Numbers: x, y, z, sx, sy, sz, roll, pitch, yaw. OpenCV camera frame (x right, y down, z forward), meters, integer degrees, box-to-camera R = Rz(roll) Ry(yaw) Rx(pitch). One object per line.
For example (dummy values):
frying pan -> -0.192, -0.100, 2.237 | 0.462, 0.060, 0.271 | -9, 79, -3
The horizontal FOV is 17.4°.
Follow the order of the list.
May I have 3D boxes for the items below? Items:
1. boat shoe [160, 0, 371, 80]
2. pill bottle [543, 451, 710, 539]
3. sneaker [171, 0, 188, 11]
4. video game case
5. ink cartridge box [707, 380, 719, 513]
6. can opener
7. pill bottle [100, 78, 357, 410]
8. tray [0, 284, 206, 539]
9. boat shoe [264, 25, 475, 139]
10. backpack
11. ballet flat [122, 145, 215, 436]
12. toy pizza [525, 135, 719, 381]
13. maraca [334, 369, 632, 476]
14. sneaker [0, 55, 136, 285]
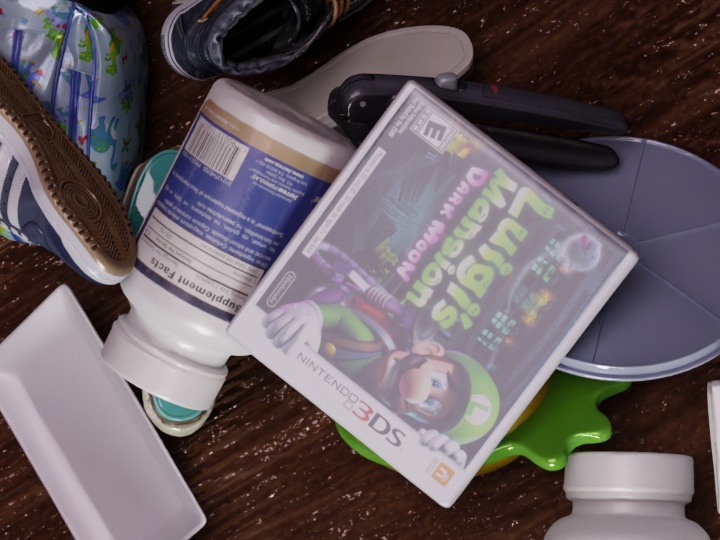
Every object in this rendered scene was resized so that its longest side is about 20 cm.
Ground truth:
boat shoe -> -0.034, -0.184, 1.582 | 0.200, 0.091, 0.071 | -34, 112, -21
pill bottle -> 0.169, 0.217, 1.492 | 0.112, 0.112, 0.201 | 0, 83, 16
sneaker -> -0.088, -0.249, 1.654 | 0.080, 0.083, 0.201 | 4, 99, 45
video game case -> 0.043, 0.014, 1.468 | 0.182, 0.023, 0.200 | 38, 96, 7
ink cartridge box -> 0.320, 0.105, 1.446 | 0.199, 0.144, 0.085 | -4, 83, 16
can opener -> 0.078, -0.100, 1.528 | 0.199, 0.064, 0.079 | 5, 40, -5
pill bottle -> -0.090, -0.015, 1.540 | 0.111, 0.111, 0.201 | 30, 99, 18
tray -> -0.185, 0.119, 1.645 | 0.107, 0.022, 0.201 | -41, 73, 26
boat shoe -> -0.008, -0.103, 1.617 | 0.199, 0.060, 0.074 | -26, 45, 8
backpack -> -0.212, -0.115, 1.632 | 0.153, 0.163, 0.201 | 22, 96, 3
ballet flat -> -0.135, 0.015, 1.633 | 0.067, 0.062, 0.201 | 0, 83, -6
toy pizza -> 0.167, -0.006, 1.529 | 0.199, 0.032, 0.201 | -1, 52, 1
maraca -> 0.076, 0.081, 1.532 | 0.199, 0.107, 0.138 | 3, 48, 26
sneaker -> -0.234, -0.047, 1.535 | 0.108, 0.070, 0.200 | -44, 75, 23
